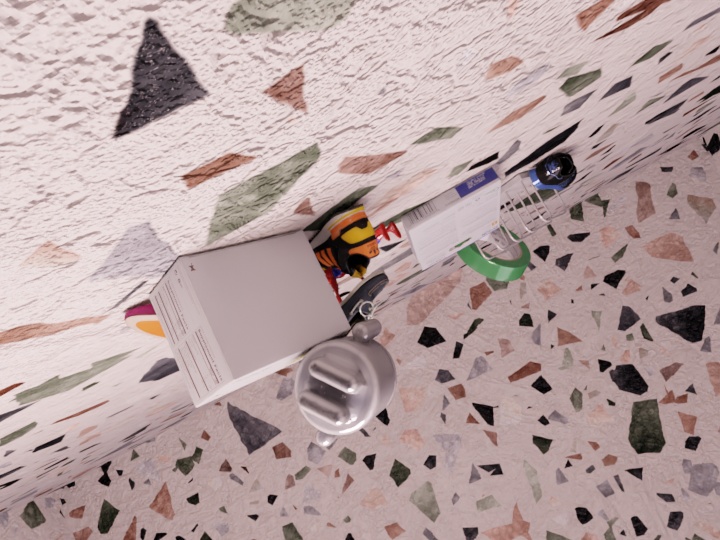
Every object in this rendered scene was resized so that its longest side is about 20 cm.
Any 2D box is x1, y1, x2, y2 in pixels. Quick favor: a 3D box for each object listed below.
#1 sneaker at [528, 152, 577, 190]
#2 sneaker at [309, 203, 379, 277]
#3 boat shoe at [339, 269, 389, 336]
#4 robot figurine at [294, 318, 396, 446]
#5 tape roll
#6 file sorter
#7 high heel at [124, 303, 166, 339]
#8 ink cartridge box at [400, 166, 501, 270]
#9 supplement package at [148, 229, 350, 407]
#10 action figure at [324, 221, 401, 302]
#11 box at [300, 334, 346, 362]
[{"bbox_3d":[0.463,-0.229,1.246,0.198,0.071,0.077,-19,172,-46],"label":"sneaker"},{"bbox_3d":[-0.029,-0.021,0.836,0.069,0.091,0.200,-23,169,-26],"label":"sneaker"},{"bbox_3d":[-0.010,0.076,0.990,0.199,0.062,0.075,-39,157,-30],"label":"boat shoe"},{"bbox_3d":[-0.015,0.145,0.716,0.172,0.111,0.200,-66,165,3],"label":"robot figurine"},{"bbox_3d":[0.348,-0.056,1.437,0.198,0.200,0.049,-20,142,-40],"label":"tape roll"},{"bbox_3d":[0.371,-0.135,1.313,0.137,0.126,0.200,-20,168,-42],"label":"file sorter"},{"bbox_3d":[-0.229,0.041,0.770,0.196,0.097,0.068,0,145,-29],"label":"high heel"},{"bbox_3d":[0.185,-0.096,1.082,0.194,0.044,0.200,-29,156,1],"label":"ink cartridge box"},{"bbox_3d":[-0.140,0.056,0.712,0.198,0.158,0.111,-18,166,-46],"label":"supplement package"},{"bbox_3d":[0.000,0.000,1.038,0.199,0.100,0.065,-32,169,36],"label":"action figure"},{"bbox_3d":[-0.083,0.079,0.872,0.034,0.203,0.110,-20,170,-38],"label":"box"}]
